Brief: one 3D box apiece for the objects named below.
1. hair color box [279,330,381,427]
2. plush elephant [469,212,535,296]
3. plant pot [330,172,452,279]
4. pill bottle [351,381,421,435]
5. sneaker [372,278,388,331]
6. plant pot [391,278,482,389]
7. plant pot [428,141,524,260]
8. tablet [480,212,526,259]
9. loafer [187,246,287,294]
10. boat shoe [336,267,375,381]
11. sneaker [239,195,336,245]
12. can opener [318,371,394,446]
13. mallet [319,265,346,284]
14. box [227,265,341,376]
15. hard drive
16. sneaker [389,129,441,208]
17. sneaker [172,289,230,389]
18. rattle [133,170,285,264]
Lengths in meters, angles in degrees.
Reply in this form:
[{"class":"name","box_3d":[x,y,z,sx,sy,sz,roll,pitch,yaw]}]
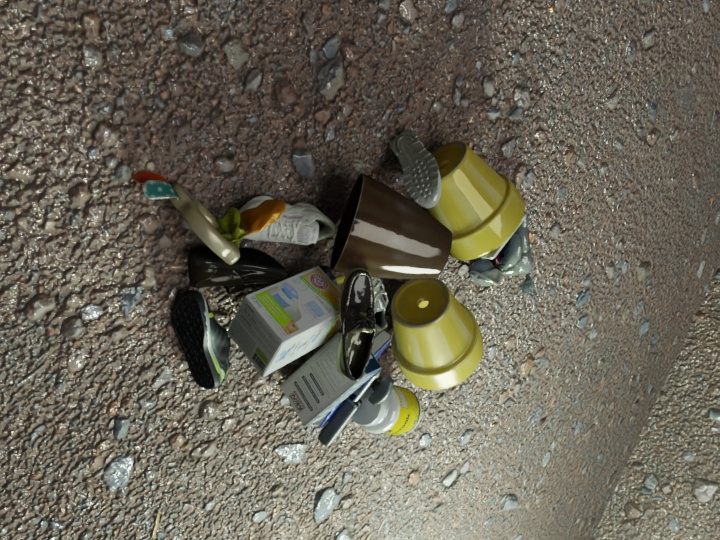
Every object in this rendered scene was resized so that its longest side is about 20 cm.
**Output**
[{"class":"hair color box","box_3d":[-0.061,0.209,1.380,0.200,0.101,0.060,-43,162,30]},{"class":"plush elephant","box_3d":[0.324,-0.027,1.684,0.152,0.165,0.203,-9,83,-1]},{"class":"plant pot","box_3d":[0.065,-0.060,1.320,0.197,0.187,0.190,18,99,-10]},{"class":"pill bottle","box_3d":[0.052,0.308,1.570,0.199,0.110,0.112,27,90,-59]},{"class":"sneaker","box_3d":[0.023,0.036,1.458,0.074,0.087,0.203,-29,126,-28]},{"class":"plant pot","box_3d":[0.152,0.122,1.516,0.201,0.200,0.190,-45,140,-17]},{"class":"plant pot","box_3d":[0.218,-0.159,1.485,0.201,0.200,0.189,-49,121,-13]},{"class":"tablet","box_3d":[0.263,-0.089,1.546,0.131,0.199,0.014,-50,119,-13]},{"class":"loafer","box_3d":[-0.219,0.004,1.234,0.198,0.073,0.072,8,114,-40]},{"class":"boat shoe","box_3d":[-0.001,0.098,1.254,0.072,0.065,0.204,-1,101,-22]},{"class":"sneaker","box_3d":[-0.130,-0.085,1.246,0.198,0.099,0.076,-6,116,-40]},{"class":"can opener","box_3d":[-0.007,0.290,1.457,0.201,0.067,0.053,-54,169,12]},{"class":"mallet","box_3d":[0.000,0.000,1.388,0.197,0.041,0.067,-19,121,5]},{"class":"box","box_3d":[-0.124,0.087,1.276,0.199,0.113,0.102,-23,154,-48]},{"class":"hard drive","box_3d":[-0.015,0.227,1.468,0.201,0.025,0.132,-57,169,25]},{"class":"sneaker","box_3d":[0.121,-0.190,1.375,0.076,0.202,0.081,-25,139,13]},{"class":"sneaker","box_3d":[-0.274,0.114,1.245,0.083,0.071,0.203,-49,141,-53]},{"class":"rattle","box_3d":[-0.234,-0.118,1.109,0.142,0.131,0.201,-34,112,15]}]
